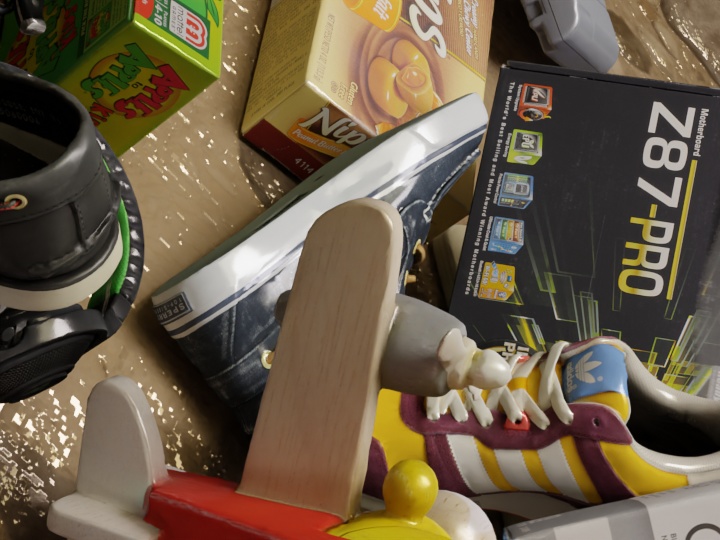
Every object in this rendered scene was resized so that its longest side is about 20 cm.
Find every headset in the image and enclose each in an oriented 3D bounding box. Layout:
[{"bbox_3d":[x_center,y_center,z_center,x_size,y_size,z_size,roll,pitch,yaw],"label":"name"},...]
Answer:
[{"bbox_3d":[-0.141,-0.004,0.680,0.124,0.094,0.201,46,42,-16],"label":"headset"}]

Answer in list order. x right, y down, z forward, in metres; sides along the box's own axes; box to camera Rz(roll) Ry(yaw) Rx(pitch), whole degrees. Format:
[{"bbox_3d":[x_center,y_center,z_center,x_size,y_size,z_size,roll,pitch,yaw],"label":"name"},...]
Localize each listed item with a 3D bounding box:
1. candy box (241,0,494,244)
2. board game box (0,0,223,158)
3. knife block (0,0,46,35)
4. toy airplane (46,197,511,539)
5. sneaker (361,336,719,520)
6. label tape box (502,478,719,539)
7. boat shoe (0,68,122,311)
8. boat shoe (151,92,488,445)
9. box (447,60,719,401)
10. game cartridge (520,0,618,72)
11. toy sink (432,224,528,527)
[{"bbox_3d":[0.010,-0.118,0.994,0.115,0.055,0.201,37,39,-26],"label":"candy box"},{"bbox_3d":[-0.107,-0.143,0.827,0.047,0.101,0.202,30,43,-33],"label":"board game box"},{"bbox_3d":[-0.178,-0.161,0.803,0.064,0.177,0.199,28,-1,-36],"label":"knife block"},{"bbox_3d":[-0.014,0.105,0.670,0.140,0.200,0.201,-4,62,-46],"label":"toy airplane"},{"bbox_3d":[0.064,0.057,0.760,0.198,0.090,0.075,12,46,-14],"label":"sneaker"},{"bbox_3d":[0.164,0.147,0.704,0.066,0.198,0.145,54,24,-85],"label":"label tape box"},{"bbox_3d":[-0.170,-0.049,0.618,0.199,0.063,0.074,18,49,16],"label":"boat shoe"},{"bbox_3d":[0.000,0.000,0.853,0.200,0.071,0.091,-37,100,-32],"label":"boat shoe"},{"bbox_3d":[0.124,0.011,0.875,0.049,0.159,0.202,63,39,-68],"label":"box"},{"bbox_3d":[0.108,-0.223,1.179,0.133,0.041,0.202,8,62,-67],"label":"game cartridge"},{"bbox_3d":[0.137,0.053,0.970,0.130,0.112,0.202,16,52,-45],"label":"toy sink"}]
